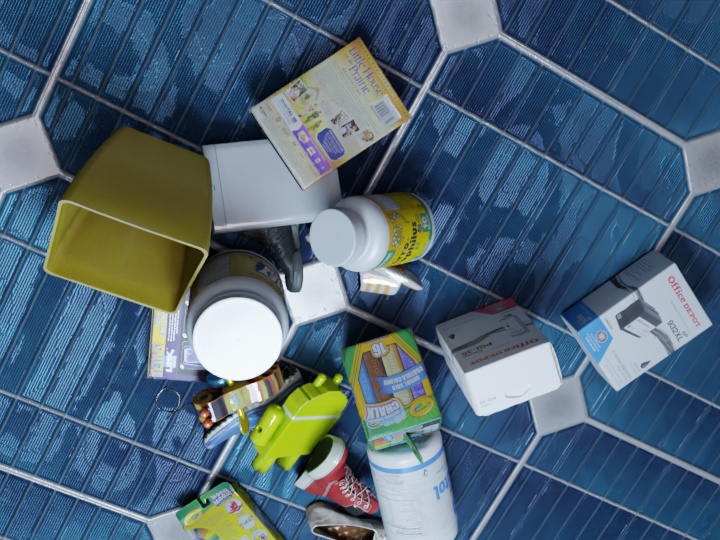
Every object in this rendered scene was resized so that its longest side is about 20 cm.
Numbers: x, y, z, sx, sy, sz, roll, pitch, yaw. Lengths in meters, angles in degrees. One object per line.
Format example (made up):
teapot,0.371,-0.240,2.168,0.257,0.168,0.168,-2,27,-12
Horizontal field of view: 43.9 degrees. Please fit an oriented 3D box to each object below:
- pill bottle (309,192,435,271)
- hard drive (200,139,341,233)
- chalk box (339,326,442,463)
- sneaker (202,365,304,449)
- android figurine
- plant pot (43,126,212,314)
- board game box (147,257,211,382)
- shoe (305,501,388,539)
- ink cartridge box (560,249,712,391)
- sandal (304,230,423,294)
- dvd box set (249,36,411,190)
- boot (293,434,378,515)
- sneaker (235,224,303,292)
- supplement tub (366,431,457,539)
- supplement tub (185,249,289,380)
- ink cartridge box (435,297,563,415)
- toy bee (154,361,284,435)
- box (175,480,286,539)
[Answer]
pill bottle,0.018,-0.058,1.342,0.113,0.200,0.113,5,99,35
hard drive,-0.132,-0.133,1.354,0.200,0.027,0.132,-8,87,-16
chalk box,0.055,0.214,1.436,0.124,0.125,0.200,-16,69,-3
sneaker,-0.172,0.246,1.485,0.200,0.079,0.089,-30,108,2
android figurine,-0.097,0.247,1.462,0.182,0.041,0.200,7,121,-53
plant pot,-0.316,-0.083,1.279,0.200,0.177,0.200,20,145,-15
board game box,-0.249,0.079,1.429,0.165,0.057,0.200,6,107,-9
shoe,-0.007,0.474,1.599,0.200,0.053,0.070,23,103,-15
ink cartridge box,0.471,0.085,1.529,0.200,0.084,0.145,-36,109,4
sandal,-0.001,-0.003,1.435,0.207,0.079,0.059,23,105,-7
dvd box set,-0.045,-0.234,1.339,0.200,0.029,0.146,-35,97,-6
boot,-0.019,0.347,1.484,0.144,0.200,0.072,30,60,-1
sneaker,-0.147,-0.061,1.396,0.104,0.060,0.200,-5,101,-12
supplement tub,0.091,0.370,1.539,0.132,0.132,0.200,-14,110,-4
supplement tub,-0.178,0.062,1.298,0.145,0.200,0.145,-3,109,-8
ink cartridge box,0.220,0.134,1.444,0.146,0.200,0.083,-20,110,-2
toy bee,-0.213,0.208,1.390,0.200,0.109,0.131,-36,110,4
box,-0.222,0.458,1.564,0.117,0.048,0.200,-32,112,3
